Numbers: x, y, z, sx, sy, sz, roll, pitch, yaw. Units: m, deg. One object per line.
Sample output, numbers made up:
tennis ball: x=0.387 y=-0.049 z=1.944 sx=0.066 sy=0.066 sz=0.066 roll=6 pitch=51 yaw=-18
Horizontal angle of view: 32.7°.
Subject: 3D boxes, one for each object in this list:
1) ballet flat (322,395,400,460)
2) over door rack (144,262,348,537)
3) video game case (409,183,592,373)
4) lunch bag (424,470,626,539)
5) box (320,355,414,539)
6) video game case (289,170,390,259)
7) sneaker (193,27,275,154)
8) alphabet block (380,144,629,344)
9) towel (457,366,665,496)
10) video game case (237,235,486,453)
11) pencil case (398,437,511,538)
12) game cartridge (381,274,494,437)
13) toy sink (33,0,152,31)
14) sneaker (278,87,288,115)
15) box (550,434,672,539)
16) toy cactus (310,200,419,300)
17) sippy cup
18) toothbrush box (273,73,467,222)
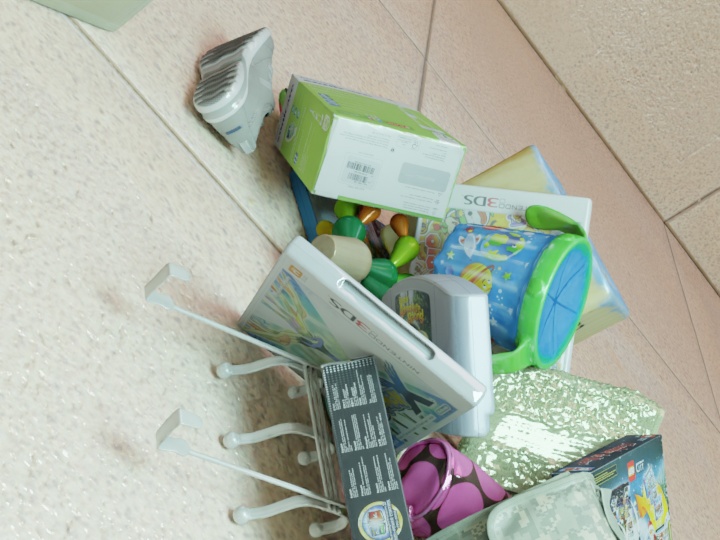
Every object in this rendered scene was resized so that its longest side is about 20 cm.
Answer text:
ballet flat: x=-0.013 y=0.092 z=1.127 sx=0.200 sy=0.071 sz=0.071 roll=61 pitch=22 yaw=13
over door rack: x=-0.094 y=0.105 z=0.918 sx=0.200 sy=0.067 sz=0.148 roll=39 pitch=27 yaw=-42
video game case: x=0.140 y=0.012 z=1.296 sx=0.023 sy=0.182 sz=0.201 roll=31 pitch=67 yaw=-74
lunch bag: x=0.136 y=0.273 z=0.992 sx=0.118 sy=0.200 sz=0.164 roll=21 pitch=41 yaw=-56
box: x=0.014 y=0.191 z=0.939 sx=0.160 sy=0.044 sz=0.200 roll=81 pitch=-3 yaw=-57
video game case: x=0.002 y=-0.020 z=1.378 sx=0.200 sy=0.018 sz=0.143 roll=32 pitch=31 yaw=-47
sneaker: x=-0.127 y=-0.190 z=1.298 sx=0.082 sy=0.075 sz=0.200 roll=61 pitch=23 yaw=-28
alphabet block: x=0.169 y=0.004 z=1.408 sx=0.197 sy=0.200 sz=0.195 roll=65 pitch=12 yaw=17
towel: x=0.197 y=0.170 z=1.222 sx=0.200 sy=0.149 sz=0.036 roll=16 pitch=-14 yaw=-5
video game case: x=-0.007 y=0.067 z=0.984 sx=0.182 sy=0.200 sz=0.022 roll=39 pitch=66 yaw=-1
pencil case: x=0.108 y=0.241 z=1.147 sx=0.200 sy=0.094 sz=0.091 roll=42 pitch=-17 yaw=-30
game cartridge: x=0.062 y=0.070 z=1.065 sx=0.200 sy=0.041 sz=0.134 roll=169 pitch=-78 yaw=-73
toy sink: x=-0.267 y=-0.320 z=1.096 sx=0.200 sy=0.112 sz=0.131 roll=12 pitch=47 yaw=-61
sneaker: x=-0.021 y=-0.153 z=1.426 sx=0.200 sy=0.084 sz=0.077 roll=40 pitch=26 yaw=-37
box: x=0.234 y=0.232 z=1.117 sx=0.200 sy=0.038 sz=0.137 roll=-5 pitch=88 yaw=-59
toy cactus: x=0.000 y=0.000 z=1.213 sx=0.165 sy=0.102 sz=0.200 roll=23 pitch=45 yaw=-55
sippy cup: x=0.144 y=0.015 z=1.218 sx=0.130 sy=0.140 sz=0.178 roll=18 pitch=21 yaw=27
toothbrush box: x=0.004 y=-0.131 z=1.287 sx=0.145 sy=0.086 sz=0.200 roll=11 pitch=18 yaw=-20
